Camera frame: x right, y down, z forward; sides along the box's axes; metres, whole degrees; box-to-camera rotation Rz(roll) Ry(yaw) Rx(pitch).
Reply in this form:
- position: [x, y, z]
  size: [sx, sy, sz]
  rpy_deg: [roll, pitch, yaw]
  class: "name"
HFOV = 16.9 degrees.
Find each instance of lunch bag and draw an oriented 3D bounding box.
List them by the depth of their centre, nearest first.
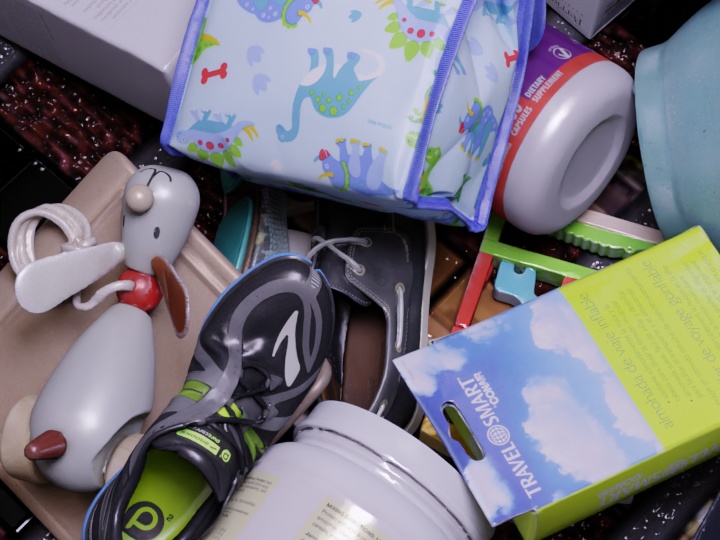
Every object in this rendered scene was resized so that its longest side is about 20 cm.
- position: [0.004, -0.137, 1.350]
  size: [0.170, 0.127, 0.200]
  rpy_deg: [12, 88, 25]
  class: "lunch bag"

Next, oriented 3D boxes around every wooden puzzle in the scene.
- position: [-0.138, 0.060, 1.399]
  size: [0.185, 0.037, 0.200]
  rpy_deg: [-47, 71, 7]
  class: "wooden puzzle"

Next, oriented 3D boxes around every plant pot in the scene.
- position: [0.236, -0.081, 1.421]
  size: [0.134, 0.200, 0.200]
  rpy_deg: [-8, 65, 17]
  class: "plant pot"

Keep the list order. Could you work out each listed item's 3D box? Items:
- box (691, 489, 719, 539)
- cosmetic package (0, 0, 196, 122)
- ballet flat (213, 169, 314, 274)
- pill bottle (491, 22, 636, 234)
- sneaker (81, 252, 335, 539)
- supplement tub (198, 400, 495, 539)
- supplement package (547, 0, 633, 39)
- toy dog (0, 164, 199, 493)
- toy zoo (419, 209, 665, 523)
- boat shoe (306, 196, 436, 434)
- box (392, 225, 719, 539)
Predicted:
- position: [0.206, 0.196, 1.291]
  size: [0.104, 0.182, 0.200]
  rpy_deg: [29, 68, 12]
  class: "box"
- position: [-0.146, -0.169, 1.473]
  size: [0.200, 0.071, 0.101]
  rpy_deg: [29, 67, 33]
  class: "cosmetic package"
- position: [-0.055, -0.037, 1.459]
  size: [0.071, 0.069, 0.200]
  rpy_deg: [12, 64, -24]
  class: "ballet flat"
- position: [0.060, -0.114, 1.453]
  size: [0.200, 0.112, 0.112]
  rpy_deg: [33, 69, 24]
  class: "pill bottle"
- position: [-0.073, 0.083, 1.274]
  size: [0.071, 0.083, 0.200]
  rpy_deg: [35, 87, -14]
  class: "sneaker"
- position: [-0.032, 0.185, 1.311]
  size: [0.145, 0.145, 0.200]
  rpy_deg: [33, 69, 12]
  class: "supplement tub"
- position: [0.149, -0.280, 1.489]
  size: [0.151, 0.200, 0.152]
  rpy_deg: [-42, 73, -17]
  class: "supplement package"
- position: [-0.147, 0.040, 1.334]
  size: [0.132, 0.096, 0.200]
  rpy_deg: [-8, 80, 17]
  class: "toy dog"
- position: [0.116, 0.055, 1.439]
  size: [0.131, 0.020, 0.200]
  rpy_deg: [17, 67, 6]
  class: "toy zoo"
- position: [0.000, 0.000, 1.404]
  size: [0.072, 0.068, 0.200]
  rpy_deg: [-7, 81, 30]
  class: "boat shoe"
- position: [0.131, 0.065, 1.340]
  size: [0.200, 0.048, 0.122]
  rpy_deg: [-23, 59, -15]
  class: "box"
